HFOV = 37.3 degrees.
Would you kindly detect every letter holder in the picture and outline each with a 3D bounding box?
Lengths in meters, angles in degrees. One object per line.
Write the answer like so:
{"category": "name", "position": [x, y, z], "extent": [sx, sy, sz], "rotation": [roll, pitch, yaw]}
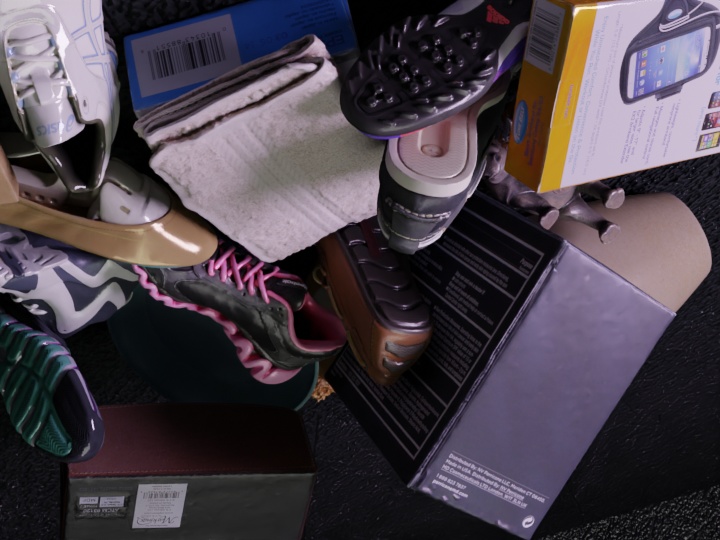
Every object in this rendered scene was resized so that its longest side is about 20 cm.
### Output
{"category": "letter holder", "position": [-0.155, 0.160, 0.923], "extent": [0.200, 0.142, 0.101], "rotation": [2, 125, -18]}

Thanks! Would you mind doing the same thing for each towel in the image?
{"category": "towel", "position": [-0.045, -0.069, 0.696], "extent": [0.132, 0.035, 0.200], "rotation": [-23, 153, 14]}

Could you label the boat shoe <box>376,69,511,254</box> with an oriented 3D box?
{"category": "boat shoe", "position": [0.052, -0.089, 0.699], "extent": [0.072, 0.200, 0.068], "rotation": [15, 131, 7]}

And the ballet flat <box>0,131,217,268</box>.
{"category": "ballet flat", "position": [-0.190, -0.051, 0.711], "extent": [0.200, 0.069, 0.063], "rotation": [12, 133, -10]}

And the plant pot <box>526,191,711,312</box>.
{"category": "plant pot", "position": [0.225, 0.010, 1.022], "extent": [0.200, 0.187, 0.187], "rotation": [-27, 156, -10]}

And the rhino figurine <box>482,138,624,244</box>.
{"category": "rhino figurine", "position": [0.136, -0.078, 0.878], "extent": [0.200, 0.087, 0.060], "rotation": [12, 115, -43]}

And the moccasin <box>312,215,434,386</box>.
{"category": "moccasin", "position": [0.002, 0.000, 0.817], "extent": [0.074, 0.201, 0.078], "rotation": [-1, 134, -28]}

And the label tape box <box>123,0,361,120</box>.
{"category": "label tape box", "position": [-0.061, -0.099, 0.740], "extent": [0.144, 0.063, 0.200], "rotation": [-16, 154, 1]}

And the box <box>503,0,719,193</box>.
{"category": "box", "position": [0.187, -0.125, 0.680], "extent": [0.200, 0.041, 0.119], "rotation": [-15, 127, -31]}

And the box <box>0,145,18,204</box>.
{"category": "box", "position": [-0.300, -0.097, 0.596], "extent": [0.163, 0.021, 0.200], "rotation": [-8, 143, -2]}

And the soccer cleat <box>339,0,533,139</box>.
{"category": "soccer cleat", "position": [0.063, -0.132, 0.662], "extent": [0.200, 0.068, 0.073], "rotation": [-43, 168, -26]}

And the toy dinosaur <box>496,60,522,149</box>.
{"category": "toy dinosaur", "position": [0.182, -0.146, 0.763], "extent": [0.136, 0.102, 0.200], "rotation": [16, 159, -25]}

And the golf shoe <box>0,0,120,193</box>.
{"category": "golf shoe", "position": [-0.172, -0.121, 0.596], "extent": [0.078, 0.097, 0.200], "rotation": [-13, 153, -2]}

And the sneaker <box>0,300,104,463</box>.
{"category": "sneaker", "position": [-0.252, 0.080, 0.872], "extent": [0.074, 0.200, 0.088], "rotation": [-56, 150, 11]}

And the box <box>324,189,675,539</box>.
{"category": "box", "position": [0.097, 0.059, 0.814], "extent": [0.123, 0.200, 0.199], "rotation": [28, 97, -26]}

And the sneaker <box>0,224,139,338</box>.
{"category": "sneaker", "position": [-0.258, 0.008, 0.823], "extent": [0.199, 0.080, 0.130], "rotation": [-12, 147, -32]}

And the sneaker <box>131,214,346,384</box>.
{"category": "sneaker", "position": [-0.085, 0.010, 0.809], "extent": [0.095, 0.079, 0.200], "rotation": [-13, 137, 41]}

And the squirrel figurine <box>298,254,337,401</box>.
{"category": "squirrel figurine", "position": [0.003, 0.052, 1.041], "extent": [0.200, 0.142, 0.187], "rotation": [-14, 169, 29]}

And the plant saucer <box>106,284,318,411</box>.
{"category": "plant saucer", "position": [-0.127, 0.054, 0.949], "extent": [0.200, 0.036, 0.200], "rotation": [10, 130, 13]}
